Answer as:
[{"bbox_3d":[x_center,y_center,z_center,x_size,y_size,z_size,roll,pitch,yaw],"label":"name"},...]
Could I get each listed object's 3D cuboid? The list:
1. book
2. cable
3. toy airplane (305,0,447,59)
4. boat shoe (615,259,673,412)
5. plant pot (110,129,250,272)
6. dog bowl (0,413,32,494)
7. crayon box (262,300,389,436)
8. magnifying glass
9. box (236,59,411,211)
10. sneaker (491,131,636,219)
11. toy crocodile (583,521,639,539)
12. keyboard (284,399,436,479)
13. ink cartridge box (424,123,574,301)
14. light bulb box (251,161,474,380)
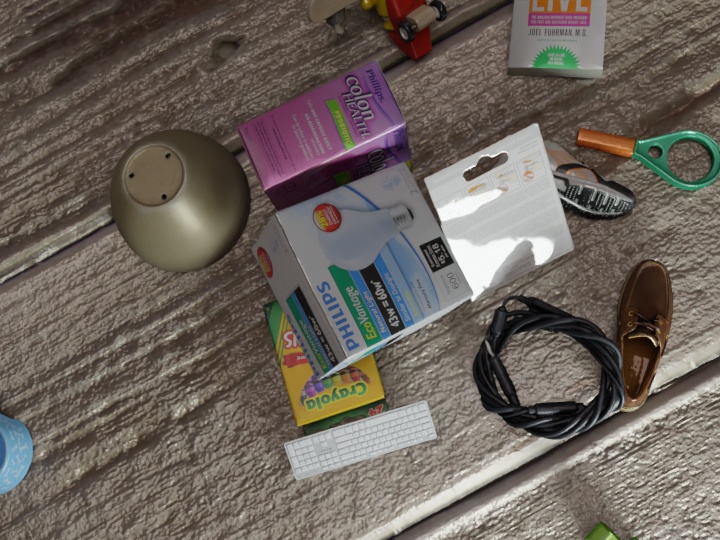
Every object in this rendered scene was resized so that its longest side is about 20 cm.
[{"bbox_3d":[0.284,-0.378,1.204,0.131,0.048,0.204,4,81,11],"label":"book"},{"bbox_3d":[0.239,0.131,1.076,0.198,0.051,0.165,28,90,26],"label":"cable"},{"bbox_3d":[0.027,-0.417,1.188,0.197,0.141,0.203,11,92,-25],"label":"toy airplane"},{"bbox_3d":[0.366,0.081,1.087,0.071,0.068,0.203,14,80,9],"label":"boat shoe"},{"bbox_3d":[-0.263,-0.109,1.160,0.197,0.135,0.204,-1,79,6],"label":"plant pot"},{"bbox_3d":[-0.546,0.222,1.167,0.200,0.050,0.112,43,86,12],"label":"dog bowl"},{"bbox_3d":[-0.043,0.124,1.132,0.125,0.051,0.203,-19,78,2],"label":"crayon box"},{"bbox_3d":[0.396,-0.164,1.158,0.197,0.022,0.081,13,80,9],"label":"magnifying glass"},{"bbox_3d":[-0.041,-0.162,1.125,0.198,0.176,0.098,-26,77,0],"label":"box"},{"bbox_3d":[0.280,-0.132,1.139,0.197,0.074,0.081,20,65,3],"label":"sneaker"},{"bbox_3d":[0.346,0.398,1.029,0.067,0.062,0.202,-31,78,-1],"label":"toy crocodile"},{"bbox_3d":[0.000,0.224,1.114,0.197,0.011,0.057,-17,111,2],"label":"keyboard"},{"bbox_3d":[0.177,-0.078,1.089,0.159,0.050,0.202,-26,120,0],"label":"ink cartridge box"},{"bbox_3d":[0.000,0.000,1.068,0.198,0.125,0.200,-24,81,-26],"label":"light bulb box"}]
